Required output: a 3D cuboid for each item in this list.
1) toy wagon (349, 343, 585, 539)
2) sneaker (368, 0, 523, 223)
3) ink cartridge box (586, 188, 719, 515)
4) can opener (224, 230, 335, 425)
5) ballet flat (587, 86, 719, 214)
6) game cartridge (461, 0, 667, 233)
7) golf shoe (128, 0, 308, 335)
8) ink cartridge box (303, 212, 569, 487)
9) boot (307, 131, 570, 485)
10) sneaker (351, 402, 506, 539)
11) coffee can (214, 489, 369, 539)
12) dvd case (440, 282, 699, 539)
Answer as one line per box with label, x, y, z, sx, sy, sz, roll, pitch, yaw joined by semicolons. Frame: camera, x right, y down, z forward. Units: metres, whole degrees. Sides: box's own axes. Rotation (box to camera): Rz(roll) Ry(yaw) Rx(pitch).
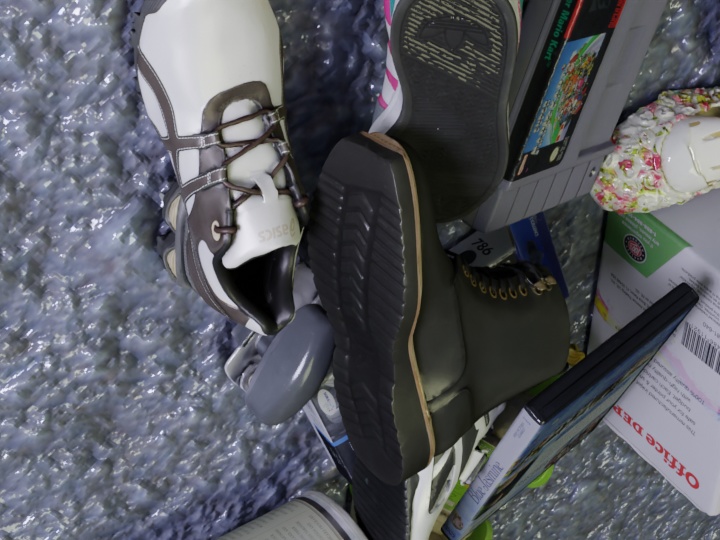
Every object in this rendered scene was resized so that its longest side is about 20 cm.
toy wagon;0.081;0.124;1.001;0.200;0.040;0.155;-49;141;4
sneaker;0.041;-0.119;0.708;0.084;0.121;0.200;10;149;-1
ink cartridge box;0.236;0.045;0.980;0.084;0.145;0.200;-23;136;-24
can opener;0.000;0.000;0.801;0.200;0.067;0.053;-51;140;8
ballet flat;0.238;-0.088;0.920;0.200;0.064;0.076;-23;104;-23
game cartridge;0.126;-0.120;0.807;0.130;0.038;0.200;-27;142;-52
golf shoe;-0.055;-0.057;0.685;0.078;0.094;0.200;-23;135;-22
ink cartridge box;0.055;0.044;0.899;0.200;0.039;0.099;-36;130;-12
boot;0.051;0.000;0.743;0.138;0.077;0.200;-26;134;-28
sneaker;0.048;0.100;0.852;0.088;0.074;0.200;-7;118;-28
coffee can;-0.085;0.243;0.878;0.200;0.146;0.146;-24;137;-23
dvd case;0.128;0.094;0.902;0.143;0.018;0.200;-34;162;-28
